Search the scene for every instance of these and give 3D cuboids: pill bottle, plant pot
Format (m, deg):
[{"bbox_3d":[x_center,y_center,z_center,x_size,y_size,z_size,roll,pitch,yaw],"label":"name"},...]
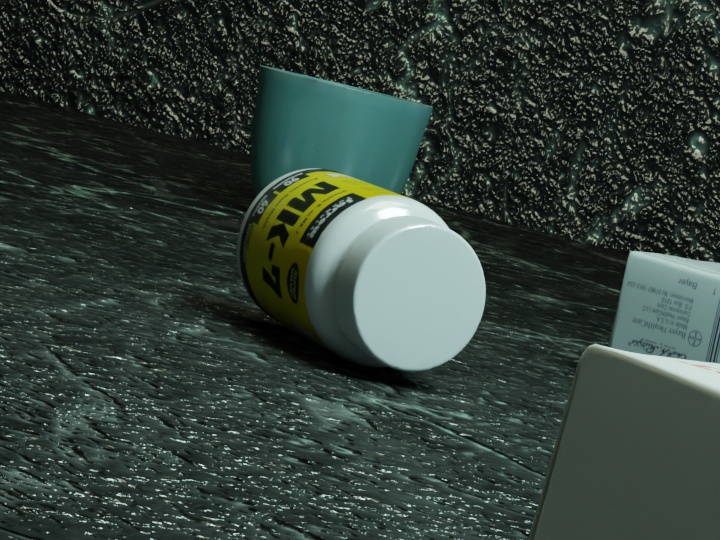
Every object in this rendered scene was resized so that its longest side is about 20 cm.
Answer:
[{"bbox_3d":[0.000,0.000,1.503,0.113,0.115,0.200,11,5,-25],"label":"pill bottle"},{"bbox_3d":[-0.033,-0.127,2.501,0.199,0.163,0.201,13,6,-1],"label":"plant pot"}]

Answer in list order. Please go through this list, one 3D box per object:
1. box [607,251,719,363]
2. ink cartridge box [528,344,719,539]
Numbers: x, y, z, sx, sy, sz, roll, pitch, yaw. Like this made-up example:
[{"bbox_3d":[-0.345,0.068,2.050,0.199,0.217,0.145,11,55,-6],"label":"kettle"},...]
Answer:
[{"bbox_3d":[0.319,0.061,1.733,0.183,0.106,0.199,17,7,39],"label":"box"},{"bbox_3d":[0.149,0.111,0.539,0.199,0.146,0.147,8,8,-42],"label":"ink cartridge box"}]
